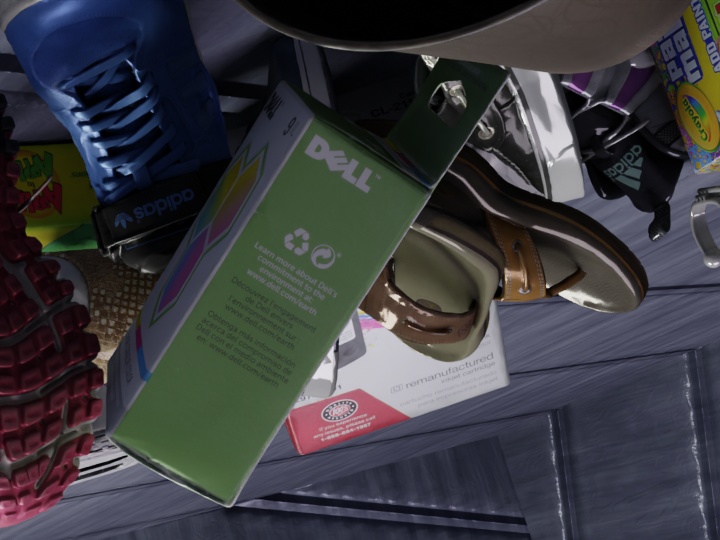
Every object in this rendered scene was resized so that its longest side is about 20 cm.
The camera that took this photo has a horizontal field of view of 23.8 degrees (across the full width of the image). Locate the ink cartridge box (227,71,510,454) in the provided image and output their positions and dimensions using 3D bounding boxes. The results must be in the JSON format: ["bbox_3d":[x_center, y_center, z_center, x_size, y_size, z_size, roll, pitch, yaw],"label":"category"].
[{"bbox_3d":[0.000,0.000,1.010,0.144,0.083,0.201,-18,137,-3],"label":"ink cartridge box"}]

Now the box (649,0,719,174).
[{"bbox_3d":[0.283,-0.150,0.884,0.198,0.123,0.192,-12,167,-33],"label":"box"}]

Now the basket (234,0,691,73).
[{"bbox_3d":[0.054,-0.135,0.572,0.180,0.137,0.200,-34,170,12],"label":"basket"}]

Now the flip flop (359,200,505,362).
[{"bbox_3d":[0.026,0.011,0.872,0.058,0.081,0.200,-55,165,-18],"label":"flip flop"}]

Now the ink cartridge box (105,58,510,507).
[{"bbox_3d":[-0.028,-0.017,0.687,0.201,0.059,0.104,-57,-166,7],"label":"ink cartridge box"}]

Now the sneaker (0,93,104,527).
[{"bbox_3d":[-0.166,0.008,0.705,0.074,0.202,0.080,-29,161,39],"label":"sneaker"}]

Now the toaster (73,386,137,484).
[{"bbox_3d":[-0.222,0.081,1.162,0.198,0.130,0.114,-15,169,-18],"label":"toaster"}]

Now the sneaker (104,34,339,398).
[{"bbox_3d":[-0.081,-0.022,0.862,0.145,0.204,0.077,-1,-154,-8],"label":"sneaker"}]

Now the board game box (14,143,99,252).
[{"bbox_3d":[-0.207,-0.024,0.891,0.199,0.048,0.101,-8,165,-44],"label":"board game box"}]

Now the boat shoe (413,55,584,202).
[{"bbox_3d":[0.056,-0.097,0.803,0.063,0.071,0.200,-19,140,12],"label":"boat shoe"}]

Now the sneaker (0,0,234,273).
[{"bbox_3d":[-0.093,-0.060,0.731,0.076,0.112,0.200,-18,169,0],"label":"sneaker"}]

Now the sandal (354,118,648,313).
[{"bbox_3d":[0.069,-0.016,0.894,0.199,0.055,0.081,31,162,-38],"label":"sandal"}]

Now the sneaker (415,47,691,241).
[{"bbox_3d":[0.127,-0.080,0.917,0.199,0.141,0.078,-11,167,-36],"label":"sneaker"}]

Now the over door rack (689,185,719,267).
[{"bbox_3d":[0.263,-0.049,0.857,0.146,0.067,0.200,-17,170,-10],"label":"over door rack"}]

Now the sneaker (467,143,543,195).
[{"bbox_3d":[0.117,-0.076,1.098,0.099,0.079,0.200,-25,168,10],"label":"sneaker"}]

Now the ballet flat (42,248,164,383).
[{"bbox_3d":[-0.180,0.026,0.809,0.198,0.071,0.065,-11,164,20],"label":"ballet flat"}]
